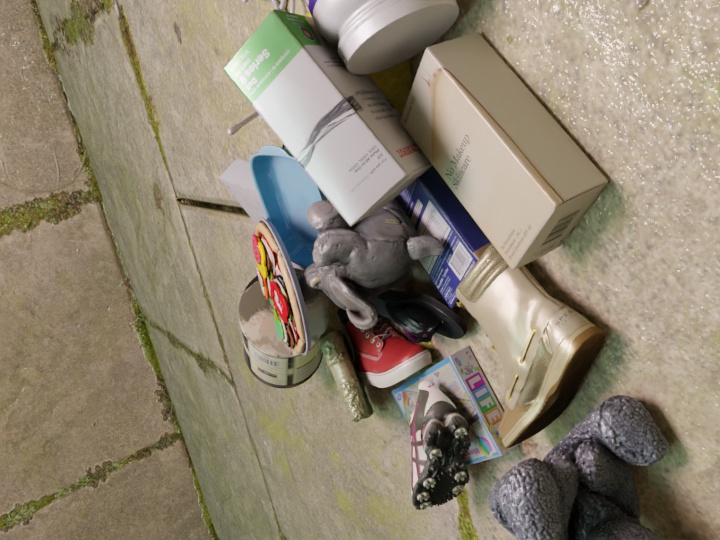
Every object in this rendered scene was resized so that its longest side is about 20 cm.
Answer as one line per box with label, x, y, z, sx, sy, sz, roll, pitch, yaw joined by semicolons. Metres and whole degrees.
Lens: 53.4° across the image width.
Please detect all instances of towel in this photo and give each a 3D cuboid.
towel;-0.021;0.166;1.122;0.200;0.036;0.151;75;174;-82

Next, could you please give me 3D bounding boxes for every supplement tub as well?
supplement tub;0.001;-0.313;0.694;0.203;0.144;0.145;66;153;4

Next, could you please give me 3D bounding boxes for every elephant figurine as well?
elephant figurine;0.000;0.000;0.887;0.202;0.139;0.157;94;158;-48

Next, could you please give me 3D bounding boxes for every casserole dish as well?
casserole dish;-0.078;-0.085;0.962;0.119;0.039;0.203;12;133;37

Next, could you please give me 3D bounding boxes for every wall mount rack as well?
wall mount rack;-0.144;-0.285;0.994;0.176;0.073;0.202;-106;29;-42

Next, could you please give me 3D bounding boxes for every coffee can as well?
coffee can;-0.127;0.100;1.194;0.148;0.145;0.201;59;163;16

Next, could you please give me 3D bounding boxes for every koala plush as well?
koala plush;0.236;0.262;0.680;0.201;0.175;0.185;53;161;25

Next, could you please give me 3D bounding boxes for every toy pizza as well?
toy pizza;-0.118;0.026;1.006;0.200;0.031;0.204;161;91;-74

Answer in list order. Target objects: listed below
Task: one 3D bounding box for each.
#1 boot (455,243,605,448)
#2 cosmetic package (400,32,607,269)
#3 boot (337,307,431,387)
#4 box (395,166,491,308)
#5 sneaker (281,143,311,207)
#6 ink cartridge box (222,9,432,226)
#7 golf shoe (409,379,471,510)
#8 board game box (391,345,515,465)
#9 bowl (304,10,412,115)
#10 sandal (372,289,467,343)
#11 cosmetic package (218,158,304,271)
boot;0.161;0.083;0.770;0.156;0.072;0.202;49;146;31
cosmetic package;0.129;-0.116;0.684;0.201;0.072;0.104;55;151;22
boot;0.024;0.088;1.034;0.199;0.071;0.147;-21;90;67
box;0.075;-0.066;0.846;0.201;0.032;0.122;55;157;18
sneaker;-0.085;-0.174;1.023;0.201;0.081;0.075;56;151;23
ink cartridge box;-0.024;-0.156;0.733;0.084;0.146;0.201;-39;89;22
golf shoe;0.100;0.235;0.944;0.089;0.076;0.203;-113;21;-49
board game box;0.121;0.196;0.970;0.136;0.034;0.200;63;153;11
bowl;-0.037;-0.227;0.868;0.200;0.106;0.203;42;144;41
sandal;0.062;0.064;0.935;0.199;0.048;0.075;11;150;53
cosmetic package;-0.117;-0.075;1.105;0.150;0.052;0.201;22;154;52
